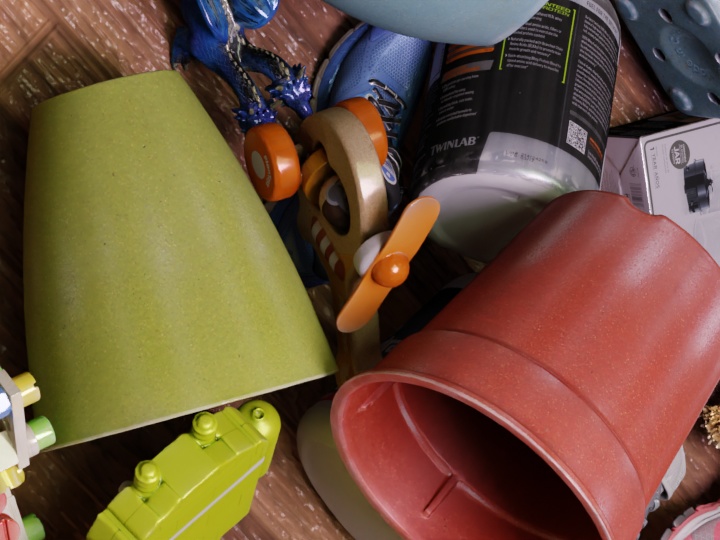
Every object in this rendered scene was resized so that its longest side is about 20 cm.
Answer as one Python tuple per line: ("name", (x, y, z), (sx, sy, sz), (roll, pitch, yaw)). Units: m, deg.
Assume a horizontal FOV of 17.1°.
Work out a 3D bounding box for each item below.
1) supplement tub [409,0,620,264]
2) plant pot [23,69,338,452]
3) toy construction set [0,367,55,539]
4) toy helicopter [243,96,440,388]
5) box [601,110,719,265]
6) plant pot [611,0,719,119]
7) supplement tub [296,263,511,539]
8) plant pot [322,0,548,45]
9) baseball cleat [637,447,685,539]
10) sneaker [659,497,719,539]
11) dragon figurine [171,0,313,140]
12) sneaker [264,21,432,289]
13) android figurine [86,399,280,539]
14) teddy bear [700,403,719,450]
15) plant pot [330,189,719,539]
("supplement tub", (0.104, -0.114, 1.564), (0.122, 0.122, 0.201), (31, 56, -31))
("plant pot", (-0.127, -0.012, 1.439), (0.186, 0.187, 0.201), (-14, 87, -30))
("toy construction set", (-0.220, 0.141, 1.401), (0.092, 0.131, 0.201), (-11, 108, -31))
("toy helicopter", (0.000, 0.000, 1.450), (0.079, 0.132, 0.201), (-18, 116, -24))
("box", (0.268, -0.062, 1.736), (0.199, 0.060, 0.117), (-17, 104, -30))
("plant pot", (0.291, -0.207, 1.662), (0.200, 0.196, 0.196), (-43, 116, -17))
("supplement tub", (0.069, 0.092, 1.579), (0.200, 0.140, 0.141), (-41, 115, -22))
("plant pot", (0.062, -0.217, 1.471), (0.135, 0.200, 0.200), (42, 73, -14))
("baseball cleat", (0.189, 0.180, 1.708), (0.106, 0.070, 0.201), (-1, 98, -37))
("sneaker", (0.280, 0.205, 1.734), (0.200, 0.087, 0.074), (-35, 144, -32))
("dragon figurine", (-0.088, -0.172, 1.475), (0.059, 0.099, 0.201), (-26, 109, -28))
("sneaker", (0.005, -0.075, 1.551), (0.078, 0.089, 0.201), (28, 79, -32))
("android figurine", (-0.116, 0.148, 1.450), (0.041, 0.200, 0.182), (43, 66, 15))
("teddy bear", (0.336, 0.085, 1.770), (0.199, 0.067, 0.145), (-27, 64, -24))
("plant pot", (0.118, 0.069, 1.433), (0.195, 0.200, 0.201), (-49, 118, -30))
